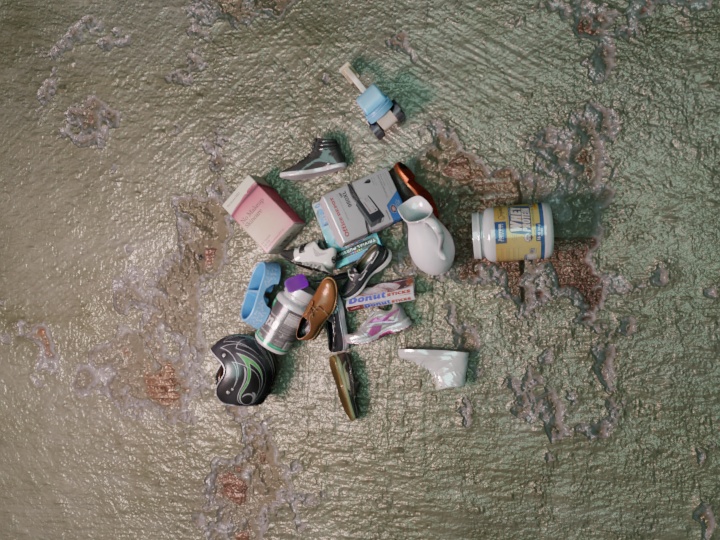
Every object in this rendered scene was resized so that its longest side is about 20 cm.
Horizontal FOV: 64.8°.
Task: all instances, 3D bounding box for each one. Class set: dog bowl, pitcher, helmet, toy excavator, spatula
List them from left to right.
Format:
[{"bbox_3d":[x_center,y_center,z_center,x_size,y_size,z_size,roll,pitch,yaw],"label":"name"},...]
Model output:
[{"bbox_3d":[-0.344,0.283,1.652,0.198,0.200,0.193,10,91,13],"label":"helmet"},{"bbox_3d":[-0.295,0.066,1.657,0.049,0.111,0.202,21,80,-32],"label":"dog bowl"},{"bbox_3d":[-0.119,0.027,1.618,0.057,0.198,0.021,56,143,40],"label":"spatula"},{"bbox_3d":[0.023,-0.485,1.572,0.100,0.195,0.200,-37,112,12],"label":"toy excavator"},{"bbox_3d":[0.188,-0.076,1.493,0.120,0.172,0.201,-30,124,-5],"label":"pitcher"}]

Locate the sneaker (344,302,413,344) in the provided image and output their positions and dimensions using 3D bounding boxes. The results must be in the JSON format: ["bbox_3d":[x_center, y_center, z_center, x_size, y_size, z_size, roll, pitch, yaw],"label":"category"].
[{"bbox_3d":[0.045,0.151,1.611,0.198,0.081,0.089,-21,83,1],"label":"sneaker"}]

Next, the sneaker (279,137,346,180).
[{"bbox_3d":[-0.143,-0.325,1.645,0.198,0.071,0.100,-11,88,8],"label":"sneaker"}]

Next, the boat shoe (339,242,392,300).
[{"bbox_3d":[0.000,0.000,1.589,0.200,0.060,0.076,-48,38,16],"label":"boat shoe"}]

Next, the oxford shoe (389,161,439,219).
[{"bbox_3d":[0.145,-0.205,1.586,0.072,0.071,0.201,-41,78,32],"label":"oxford shoe"}]

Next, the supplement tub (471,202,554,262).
[{"bbox_3d":[0.395,-0.098,1.481,0.198,0.145,0.146,-4,91,13],"label":"supplement tub"}]

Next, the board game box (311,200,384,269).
[{"bbox_3d":[-0.034,-0.126,1.634,0.150,0.047,0.202,-23,86,14],"label":"board game box"}]

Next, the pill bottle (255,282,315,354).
[{"bbox_3d":[-0.213,0.132,1.653,0.113,0.113,0.201,32,99,10],"label":"pill bottle"}]

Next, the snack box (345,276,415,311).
[{"bbox_3d":[0.057,0.067,1.609,0.198,0.072,0.024,-11,134,14],"label":"snack box"}]

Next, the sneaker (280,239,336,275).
[{"bbox_3d":[-0.144,-0.048,1.640,0.198,0.074,0.089,13,82,34],"label":"sneaker"}]

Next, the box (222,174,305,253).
[{"bbox_3d":[-0.280,-0.162,1.660,0.200,0.109,0.128,45,101,8],"label":"box"}]

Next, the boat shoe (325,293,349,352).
[{"bbox_3d":[-0.087,0.139,1.638,0.066,0.070,0.202,-13,96,-28],"label":"boat shoe"}]

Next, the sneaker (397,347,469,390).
[{"bbox_3d":[0.198,0.275,1.579,0.198,0.074,0.117,4,90,12],"label":"sneaker"}]

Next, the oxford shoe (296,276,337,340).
[{"bbox_3d":[-0.122,0.111,1.582,0.071,0.071,0.202,30,104,25],"label":"oxford shoe"}]

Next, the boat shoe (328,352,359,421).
[{"bbox_3d":[-0.033,0.334,1.639,0.064,0.073,0.202,-19,101,-22],"label":"boat shoe"}]

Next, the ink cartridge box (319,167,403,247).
[{"bbox_3d":[0.007,-0.170,1.551,0.198,0.084,0.146,-25,89,-11],"label":"ink cartridge box"}]
